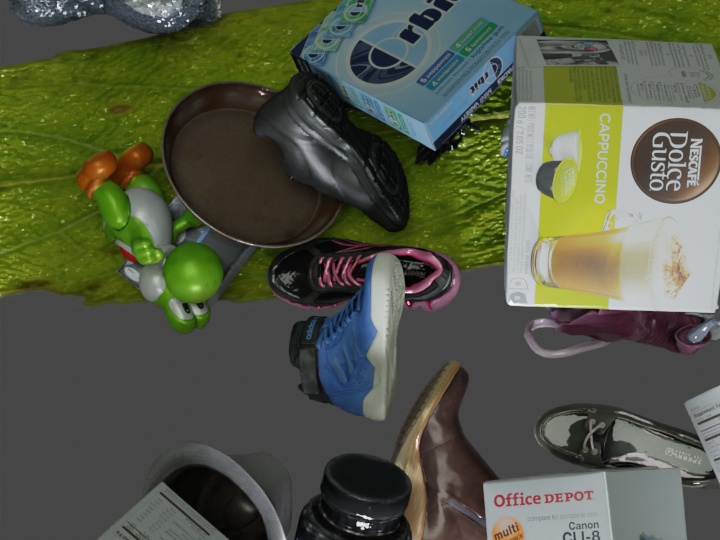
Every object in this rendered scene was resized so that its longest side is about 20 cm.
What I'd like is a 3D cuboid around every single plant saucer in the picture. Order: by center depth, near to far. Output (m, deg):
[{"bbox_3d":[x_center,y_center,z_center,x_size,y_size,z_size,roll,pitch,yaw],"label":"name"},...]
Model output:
[{"bbox_3d":[-0.113,-0.103,1.728,0.200,0.034,0.200,13,55,-19],"label":"plant saucer"}]

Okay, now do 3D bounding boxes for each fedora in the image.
[{"bbox_3d":[-0.126,0.242,1.667,0.177,0.090,0.200,39,126,15],"label":"fedora"}]

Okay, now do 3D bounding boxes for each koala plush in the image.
[{"bbox_3d":[-0.247,-0.309,1.754,0.200,0.177,0.184,26,96,8],"label":"koala plush"}]

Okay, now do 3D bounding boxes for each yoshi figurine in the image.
[{"bbox_3d":[-0.197,-0.037,1.697,0.112,0.112,0.200,-29,82,-5],"label":"yoshi figurine"}]

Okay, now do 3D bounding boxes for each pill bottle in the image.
[{"bbox_3d":[-0.013,0.283,1.626,0.112,0.112,0.200,17,113,7],"label":"pill bottle"}]

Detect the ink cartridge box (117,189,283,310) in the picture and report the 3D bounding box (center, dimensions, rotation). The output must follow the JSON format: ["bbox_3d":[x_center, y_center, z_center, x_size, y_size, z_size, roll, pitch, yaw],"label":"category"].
[{"bbox_3d":[-0.154,-0.046,1.765,0.099,0.039,0.200,36,86,10],"label":"ink cartridge box"}]

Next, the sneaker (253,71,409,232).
[{"bbox_3d":[-0.027,-0.111,1.713,0.091,0.076,0.200,-30,113,30],"label":"sneaker"}]

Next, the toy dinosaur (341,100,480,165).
[{"bbox_3d":[0.061,-0.198,1.744,0.200,0.102,0.136,-30,62,22],"label":"toy dinosaur"}]

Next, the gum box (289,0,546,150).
[{"bbox_3d":[0.056,-0.227,1.699,0.170,0.045,0.200,-45,51,-15],"label":"gum box"}]

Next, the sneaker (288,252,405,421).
[{"bbox_3d":[-0.019,0.061,1.675,0.111,0.200,0.077,12,43,11],"label":"sneaker"}]

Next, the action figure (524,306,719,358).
[{"bbox_3d":[0.285,0.054,1.677,0.200,0.134,0.149,16,118,-17],"label":"action figure"}]

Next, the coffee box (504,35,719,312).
[{"bbox_3d":[0.238,-0.094,1.583,0.198,0.200,0.200,2,114,4],"label":"coffee box"}]

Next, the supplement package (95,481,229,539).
[{"bbox_3d":[-0.195,0.335,1.621,0.156,0.200,0.111,39,44,10],"label":"supplement package"}]

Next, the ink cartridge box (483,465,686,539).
[{"bbox_3d":[0.219,0.289,1.603,0.145,0.145,0.200,-12,78,38],"label":"ink cartridge box"}]

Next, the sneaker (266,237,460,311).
[{"bbox_3d":[0.000,0.000,1.716,0.200,0.095,0.079,-1,83,7],"label":"sneaker"}]

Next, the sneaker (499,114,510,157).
[{"bbox_3d":[0.241,-0.113,1.726,0.200,0.081,0.147,37,100,1],"label":"sneaker"}]

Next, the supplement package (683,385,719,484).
[{"bbox_3d":[0.440,0.176,1.597,0.152,0.151,0.200,-18,79,-25],"label":"supplement package"}]

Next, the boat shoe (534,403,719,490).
[{"bbox_3d":[0.273,0.174,1.683,0.200,0.057,0.067,13,83,7],"label":"boat shoe"}]

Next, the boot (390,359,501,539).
[{"bbox_3d":[0.113,0.209,1.700,0.166,0.072,0.200,25,83,-4],"label":"boot"}]
